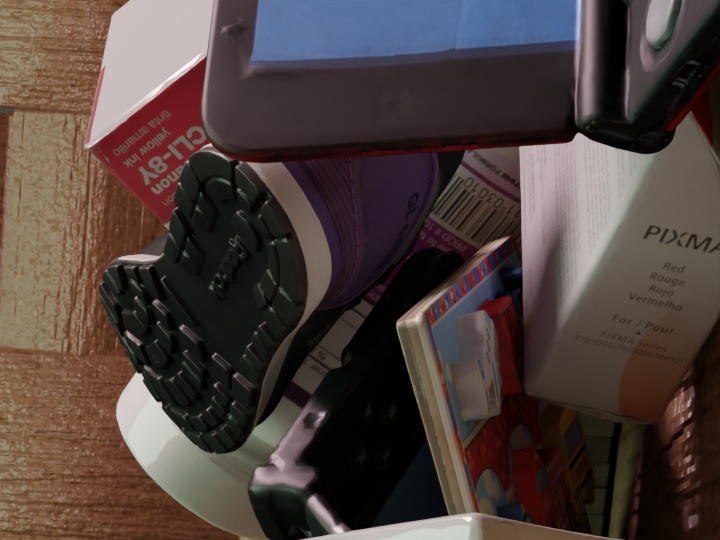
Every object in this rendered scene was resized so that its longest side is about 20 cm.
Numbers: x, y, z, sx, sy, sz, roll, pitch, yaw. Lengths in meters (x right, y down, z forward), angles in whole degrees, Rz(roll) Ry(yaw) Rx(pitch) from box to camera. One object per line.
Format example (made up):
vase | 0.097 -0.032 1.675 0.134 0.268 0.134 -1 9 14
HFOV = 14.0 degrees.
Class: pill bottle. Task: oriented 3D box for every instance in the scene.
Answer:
pill bottle | 0.000 0.000 1.064 0.200 0.112 0.112 -51 19 22

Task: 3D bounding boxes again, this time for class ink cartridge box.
ink cartridge box | 0.100 -0.078 0.872 0.200 0.050 0.162 118 160 -44
ink cartridge box | -0.016 -0.037 1.257 0.083 0.200 0.145 -38 21 17

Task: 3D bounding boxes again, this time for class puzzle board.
puzzle board | 0.054 0.072 0.905 0.200 0.017 0.151 -34 -72 -77

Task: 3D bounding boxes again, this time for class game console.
game console | 0.044 -0.140 0.795 0.172 0.119 0.200 123 156 -54
game console | 0.054 0.123 0.932 0.176 0.116 0.200 -55 -41 -35

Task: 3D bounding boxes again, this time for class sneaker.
sneaker | -0.019 -0.002 0.954 0.076 0.088 0.200 57 155 5

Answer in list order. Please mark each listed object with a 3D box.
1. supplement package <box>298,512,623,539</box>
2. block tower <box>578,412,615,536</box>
supplement package | 0.002 0.132 0.731 0.200 0.117 0.117 -14 71 46
block tower | 0.056 0.136 1.099 0.058 0.054 0.200 -100 15 -72
